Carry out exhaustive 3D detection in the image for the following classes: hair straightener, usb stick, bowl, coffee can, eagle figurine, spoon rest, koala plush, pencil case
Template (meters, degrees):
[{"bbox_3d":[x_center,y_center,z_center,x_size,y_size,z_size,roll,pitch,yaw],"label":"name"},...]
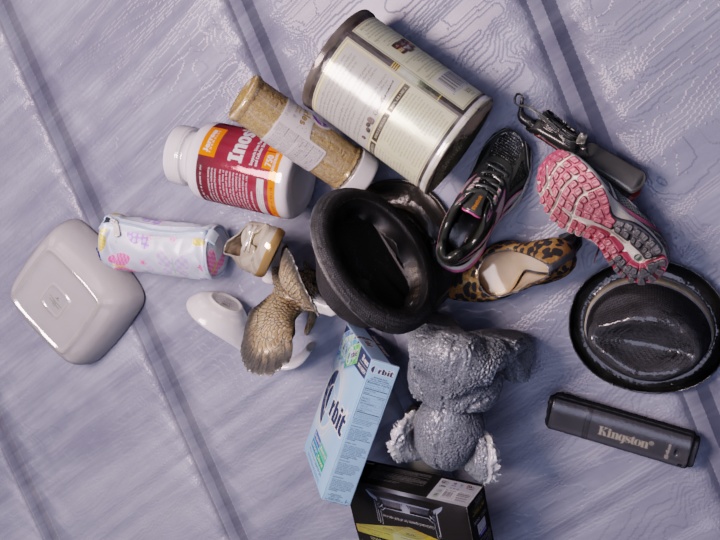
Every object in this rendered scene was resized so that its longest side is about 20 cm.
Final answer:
[{"bbox_3d":[0.270,-0.163,1.133,0.200,0.077,0.041,42,80,13],"label":"hair straightener"},{"bbox_3d":[0.345,0.212,1.213,0.199,0.033,0.056,15,107,17],"label":"usb stick"},{"bbox_3d":[-0.470,0.040,1.467,0.200,0.075,0.200,47,113,7],"label":"bowl"},{"bbox_3d":[0.047,-0.214,1.164,0.200,0.146,0.147,38,113,9],"label":"coffee can"},{"bbox_3d":[-0.092,0.039,1.249,0.150,0.200,0.153,-13,98,24],"label":"eagle figurine"},{"bbox_3d":[-0.170,0.092,1.357,0.199,0.099,0.061,28,109,2],"label":"spoon rest"},{"bbox_3d":[0.119,0.171,1.189,0.176,0.184,0.201,13,96,15],"label":"koala plush"},{"bbox_3d":[-0.296,-0.039,1.373,0.199,0.083,0.091,8,128,18],"label":"pencil case"}]

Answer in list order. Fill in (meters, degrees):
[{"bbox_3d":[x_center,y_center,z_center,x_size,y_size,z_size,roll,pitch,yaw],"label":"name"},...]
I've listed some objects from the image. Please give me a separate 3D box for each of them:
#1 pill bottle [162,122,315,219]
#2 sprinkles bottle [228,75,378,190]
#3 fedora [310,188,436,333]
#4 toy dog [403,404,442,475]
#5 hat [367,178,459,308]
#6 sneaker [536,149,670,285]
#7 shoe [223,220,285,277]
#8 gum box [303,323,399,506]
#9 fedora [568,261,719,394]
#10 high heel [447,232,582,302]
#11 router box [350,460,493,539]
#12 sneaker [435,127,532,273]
[{"bbox_3d":[-0.171,-0.145,1.283,0.199,0.113,0.114,13,107,17],"label":"pill bottle"},{"bbox_3d":[-0.072,-0.170,1.185,0.200,0.068,0.068,33,115,-20],"label":"sprinkles bottle"},{"bbox_3d":[0.000,0.000,1.147,0.201,0.200,0.092,52,133,2],"label":"fedora"},{"bbox_3d":[0.085,0.297,1.297,0.131,0.096,0.201,-1,101,28],"label":"toy dog"},{"bbox_3d":[0.041,-0.021,1.248,0.199,0.081,0.202,5,105,19],"label":"hat"},{"bbox_3d":[0.298,-0.067,1.128,0.200,0.075,0.081,48,122,6],"label":"sneaker"},{"bbox_3d":[-0.152,-0.030,1.265,0.053,0.200,0.070,24,80,-14],"label":"shoe"},{"bbox_3d":[-0.017,0.193,1.257,0.044,0.170,0.201,18,99,-15],"label":"gum box"},{"bbox_3d":[0.357,0.080,1.143,0.199,0.092,0.202,5,104,20],"label":"fedora"},{"bbox_3d":[0.184,0.005,1.165,0.199,0.143,0.072,-25,93,24],"label":"high heel"},{"bbox_3d":[0.084,0.353,1.250,0.199,0.052,0.158,4,117,35],"label":"router box"},{"bbox_3d":[0.159,-0.087,1.169,0.080,0.086,0.201,24,94,12],"label":"sneaker"}]
